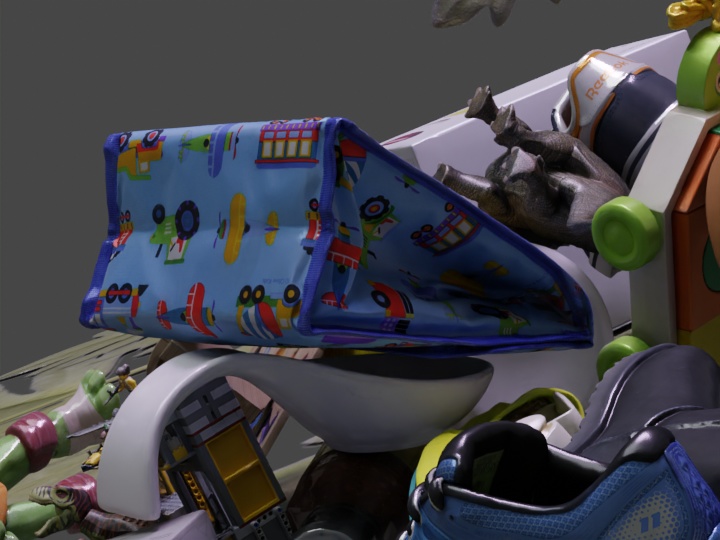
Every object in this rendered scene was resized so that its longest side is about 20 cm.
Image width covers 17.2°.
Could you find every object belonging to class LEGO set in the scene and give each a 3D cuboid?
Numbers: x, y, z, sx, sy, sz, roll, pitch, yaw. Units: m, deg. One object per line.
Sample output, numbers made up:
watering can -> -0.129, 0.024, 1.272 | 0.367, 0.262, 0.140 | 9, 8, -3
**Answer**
LEGO set -> -0.126, 0.114, 1.172 | 0.153, 0.116, 0.200 | -29, 9, -17

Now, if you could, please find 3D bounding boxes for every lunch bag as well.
lunch bag -> 0.000, 0.000, 1.079 | 0.150, 0.095, 0.199 | 0, -11, 45

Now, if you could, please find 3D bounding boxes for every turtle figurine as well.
turtle figurine -> -0.209, 0.106, 1.329 | 0.193, 0.201, 0.144 | -19, 18, -31

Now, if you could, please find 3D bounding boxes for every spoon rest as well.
spoon rest -> -0.026, 0.056, 1.042 | 0.199, 0.061, 0.099 | -15, 13, -40

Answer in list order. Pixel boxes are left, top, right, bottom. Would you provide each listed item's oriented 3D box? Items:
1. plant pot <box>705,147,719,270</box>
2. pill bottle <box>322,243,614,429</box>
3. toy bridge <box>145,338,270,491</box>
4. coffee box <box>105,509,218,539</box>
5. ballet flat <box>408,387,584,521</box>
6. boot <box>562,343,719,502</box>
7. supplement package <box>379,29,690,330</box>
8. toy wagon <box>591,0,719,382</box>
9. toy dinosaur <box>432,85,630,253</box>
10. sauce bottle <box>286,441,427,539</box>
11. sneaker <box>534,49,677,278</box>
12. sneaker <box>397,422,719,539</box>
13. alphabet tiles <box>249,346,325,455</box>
plant pot -> 0.242, -0.034, 1.002 | 0.200, 0.201, 0.140 | -28, -8, -44
pill bottle -> 0.047, 0.042, 1.273 | 0.109, 0.110, 0.200 | -24, 7, -21
toy bridge -> -0.077, 0.052, 1.271 | 0.200, 0.067, 0.027 | -49, 5, 39
coffee box -> -0.154, 0.175, 0.972 | 0.199, 0.080, 0.113 | -19, 7, 21
ballet flat -> 0.067, 0.086, 1.024 | 0.067, 0.067, 0.200 | -35, 1, 13
boot -> 0.176, 0.058, 0.915 | 0.199, 0.066, 0.165 | -21, 14, 36
supplement package -> 0.124, -0.040, 1.483 | 0.199, 0.156, 0.111 | -23, 7, -19
toy wagon -> 0.168, -0.030, 1.097 | 0.039, 0.201, 0.155 | 17, 32, 40
toy dinosaur -> 0.103, -0.042, 1.243 | 0.200, 0.102, 0.077 | -3, 62, 63
sauce bottle -> -0.001, 0.109, 1.089 | 0.066, 0.066, 0.200 | -20, 6, 14
sneaker -> 0.144, -0.065, 1.337 | 0.078, 0.079, 0.200 | -46, -13, -17
sneaker -> 0.045, 0.099, 0.851 | 0.199, 0.090, 0.078 | -19, 7, 34
alphabet tiles -> -0.054, 0.067, 1.325 | 0.201, 0.008, 0.167 | -61, 12, -5
